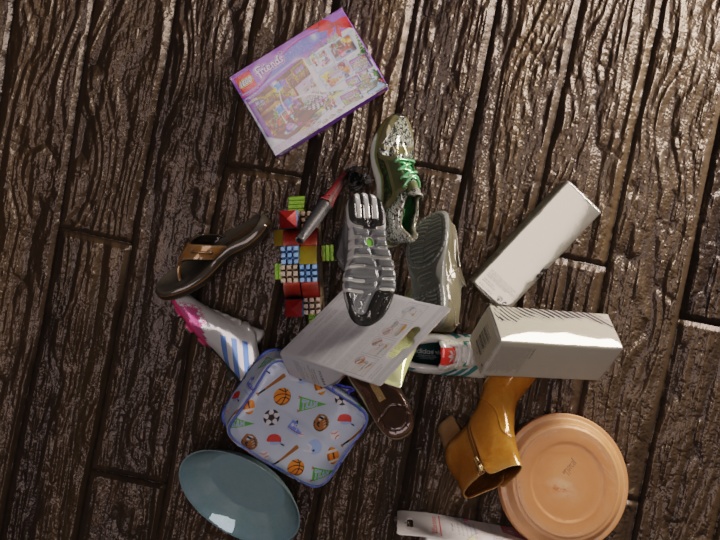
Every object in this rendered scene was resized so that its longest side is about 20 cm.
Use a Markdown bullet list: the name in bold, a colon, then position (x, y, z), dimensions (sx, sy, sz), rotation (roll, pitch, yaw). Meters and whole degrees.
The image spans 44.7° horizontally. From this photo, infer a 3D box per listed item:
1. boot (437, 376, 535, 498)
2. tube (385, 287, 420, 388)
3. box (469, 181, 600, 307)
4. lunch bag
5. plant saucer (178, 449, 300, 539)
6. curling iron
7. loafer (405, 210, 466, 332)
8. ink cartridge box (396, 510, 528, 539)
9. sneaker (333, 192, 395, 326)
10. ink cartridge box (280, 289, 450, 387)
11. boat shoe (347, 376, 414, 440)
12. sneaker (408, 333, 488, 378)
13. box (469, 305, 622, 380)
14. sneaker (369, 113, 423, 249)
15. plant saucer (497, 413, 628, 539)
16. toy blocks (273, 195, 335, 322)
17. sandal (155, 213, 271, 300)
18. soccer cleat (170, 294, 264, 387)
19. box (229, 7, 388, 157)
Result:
- **boot**: position (0.208, 0.229, 1.265), dimensions (0.201, 0.144, 0.071), rotation (-42, 125, 10)
- **tube**: position (0.057, 0.093, 1.251), dimensions (0.058, 0.200, 0.052), rotation (-27, 107, 39)
- **box**: position (0.252, -0.034, 1.282), dimensions (0.068, 0.082, 0.200), rotation (43, 94, 0)
- **lunch bag**: position (-0.092, 0.216, 1.293), dimensions (0.200, 0.076, 0.161), rotation (35, 87, -21)
- **plant saucer**: position (-0.174, 0.328, 1.306), dimensions (0.200, 0.039, 0.202), rotation (13, 130, 16)
- **curling iron**: position (-0.042, -0.099, 1.255), dimensions (0.049, 0.200, 0.026), rotation (-2, 121, 34)
- **loafer**: position (0.112, 0.006, 1.280), dimensions (0.075, 0.070, 0.201), rotation (-16, 54, 33)
- **ink cartridge box**: position (0.147, 0.415, 1.292), dimensions (0.199, 0.116, 0.068), rotation (9, 92, 3)
- **sneaker**: position (0.000, 0.000, 1.253), dimensions (0.075, 0.116, 0.201), rotation (8, 64, -14)
- **ink cartridge box**: position (0.009, 0.098, 1.201), dimensions (0.163, 0.199, 0.057), rotation (-44, 131, -30)
- **boat shoe**: position (0.020, 0.162, 1.311), dimensions (0.074, 0.075, 0.203), rotation (-21, 68, 1)
- **sneaker**: position (0.145, 0.128, 1.292), dimensions (0.198, 0.093, 0.071), rotation (3, 92, 2)
- **box**: position (0.265, 0.105, 1.254), dimensions (0.199, 0.069, 0.082), rotation (5, 136, -20)
- **sneaker**: position (0.066, -0.128, 1.279), dimensions (0.077, 0.088, 0.202), rotation (-5, 99, -38)
- **plant saucer**: position (0.303, 0.313, 1.298), dimensions (0.199, 0.032, 0.202), rotation (2, 79, -8)
- **toy blocks**: position (-0.085, -0.011, 1.275), dimensions (0.099, 0.137, 0.202), rotation (-2, 92, 2)
- **sandal**: position (-0.225, -0.030, 1.303), dimensions (0.199, 0.082, 0.055), rotation (-34, 120, 1)
- **soccer cleat**: position (-0.199, 0.096, 1.324), dimensions (0.086, 0.070, 0.200), rotation (-41, 96, -5)
- **box**: position (-0.076, -0.280, 1.313), dimensions (0.199, 0.039, 0.137), rotation (-30, 91, 3)
